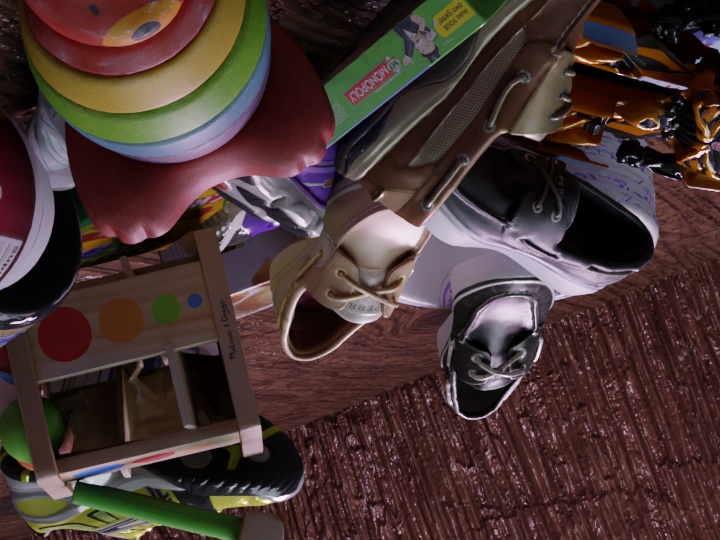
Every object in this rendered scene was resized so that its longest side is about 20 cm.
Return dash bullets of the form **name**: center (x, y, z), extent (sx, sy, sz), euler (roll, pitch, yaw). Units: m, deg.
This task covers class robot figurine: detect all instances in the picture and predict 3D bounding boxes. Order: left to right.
- **robot figurine**: center (0.150, -0.102, 1.327), extent (0.198, 0.058, 0.146), euler (16, 142, 7)

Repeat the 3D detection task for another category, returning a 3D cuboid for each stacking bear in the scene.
- **stacking bear**: center (-0.093, -0.108, 0.980), extent (0.121, 0.114, 0.200), euler (-24, 161, 0)

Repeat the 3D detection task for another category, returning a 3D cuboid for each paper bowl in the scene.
- **paper bowl**: center (0.089, -0.055, 1.522), extent (0.199, 0.105, 0.201), euler (-4, 158, -2)

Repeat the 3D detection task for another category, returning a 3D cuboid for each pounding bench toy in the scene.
- **pounding bench toy**: center (-0.141, 0.098, 1.451), extent (0.155, 0.202, 0.124), euler (-13, 170, -5)

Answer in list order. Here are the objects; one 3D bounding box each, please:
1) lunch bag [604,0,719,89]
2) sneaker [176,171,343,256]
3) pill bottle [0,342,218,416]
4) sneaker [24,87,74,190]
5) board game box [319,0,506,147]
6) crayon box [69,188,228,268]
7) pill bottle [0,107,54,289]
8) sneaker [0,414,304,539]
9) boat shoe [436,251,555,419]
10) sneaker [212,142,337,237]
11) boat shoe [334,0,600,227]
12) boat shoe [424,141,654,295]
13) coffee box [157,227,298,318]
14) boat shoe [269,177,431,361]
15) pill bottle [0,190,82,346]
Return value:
- **lunch bag**: center (0.206, -0.163, 1.441), extent (0.160, 0.083, 0.200), euler (-24, 172, 7)
- **sneaker**: center (-0.043, -0.072, 1.488), extent (0.099, 0.070, 0.200), euler (-23, 178, -34)
- **pill bottle**: center (-0.200, 0.071, 1.608), extent (0.199, 0.112, 0.111), euler (17, 158, -16)
- **sneaker**: center (-0.132, -0.084, 1.190), extent (0.070, 0.081, 0.200), euler (-24, -168, -17)
- **board game box**: center (0.039, -0.133, 1.205), extent (0.135, 0.029, 0.200), euler (-50, -171, -33)
- **crayon box**: center (-0.145, -0.045, 1.433), extent (0.126, 0.051, 0.200), euler (-15, 170, -36)
- **pill bottle**: center (-0.217, -0.037, 1.106), extent (0.112, 0.114, 0.200), euler (-22, 172, 10)
- **sneaker**: center (-0.135, 0.136, 1.556), extent (0.198, 0.076, 0.077), euler (1, 132, 5)
- **boat shoe**: center (0.091, 0.044, 1.545), extent (0.070, 0.064, 0.200), euler (-2, 159, -5)
- **sneaker**: center (-0.065, -0.090, 1.302), extent (0.080, 0.084, 0.200), euler (21, 170, 24)
- **boat shoe**: center (0.076, -0.102, 1.232), extent (0.200, 0.074, 0.076), euler (-42, -172, 18)
- **boat shoe**: center (0.101, -0.037, 1.354), extent (0.066, 0.070, 0.200), euler (-15, 148, 35)
- **coffee box**: center (-0.043, -0.031, 1.661), extent (0.199, 0.080, 0.114), euler (-20, 172, -4)
- **boat shoe**: center (0.000, 0.000, 1.412), extent (0.073, 0.070, 0.200), euler (7, 156, -18)
- **pill bottle**: center (-0.249, 0.008, 1.316), extent (0.111, 0.113, 0.200), euler (-12, 168, -43)
